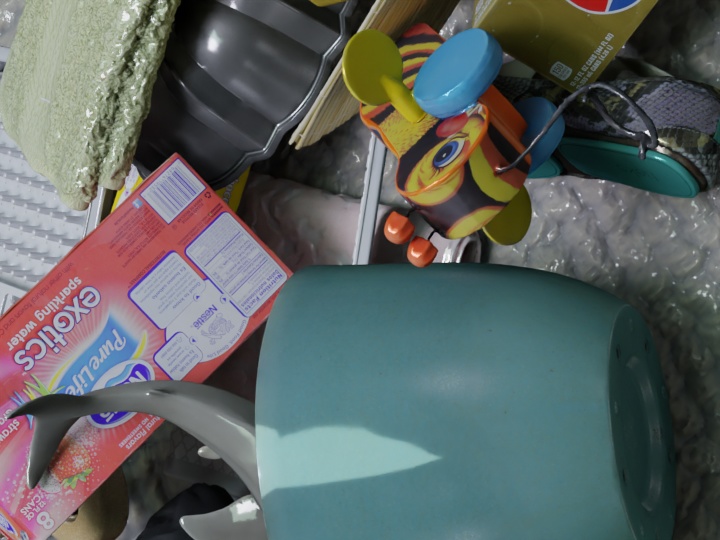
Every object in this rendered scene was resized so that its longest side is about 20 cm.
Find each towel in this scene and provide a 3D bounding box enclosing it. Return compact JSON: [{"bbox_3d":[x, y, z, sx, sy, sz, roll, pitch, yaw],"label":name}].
[{"bbox_3d":[-0.027,0.050,1.299,0.200,0.032,0.192,16,97,42],"label":"towel"},{"bbox_3d":[-0.145,-0.145,1.252,0.148,0.036,0.200,38,112,53],"label":"towel"}]

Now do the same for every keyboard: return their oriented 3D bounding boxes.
[{"bbox_3d":[0.000,0.000,1.226,0.011,0.056,0.201,9,94,1],"label":"keyboard"}]

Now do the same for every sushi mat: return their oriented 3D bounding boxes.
[{"bbox_3d":[0.026,-0.132,1.167,0.012,0.096,0.200,48,149,7],"label":"sushi mat"}]

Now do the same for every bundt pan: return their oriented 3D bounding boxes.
[{"bbox_3d":[-0.094,-0.147,1.303,0.202,0.076,0.202,-30,46,36],"label":"bundt pan"}]

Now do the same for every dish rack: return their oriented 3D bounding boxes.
[{"bbox_3d":[-0.204,-0.035,1.455,0.171,0.043,0.201,17,98,47],"label":"dish rack"}]

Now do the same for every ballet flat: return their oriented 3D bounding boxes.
[{"bbox_3d":[0.107,-0.080,1.174,0.200,0.072,0.072,10,93,42],"label":"ballet flat"}]

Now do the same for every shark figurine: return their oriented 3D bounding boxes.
[{"bbox_3d":[-0.062,0.092,1.146,0.128,0.214,0.089,-59,7,-18],"label":"shark figurine"}]

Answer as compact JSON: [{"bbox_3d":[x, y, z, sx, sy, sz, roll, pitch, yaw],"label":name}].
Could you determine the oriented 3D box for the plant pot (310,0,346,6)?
[{"bbox_3d":[-0.007,-0.252,1.160,0.176,0.200,0.200,-34,63,15],"label":"plant pot"}]

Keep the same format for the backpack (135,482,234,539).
[{"bbox_3d":[-0.064,0.230,1.221,0.200,0.127,0.167,42,92,15],"label":"backpack"}]

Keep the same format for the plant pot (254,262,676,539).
[{"bbox_3d":[0.062,0.088,1.110,0.161,0.201,0.201,-7,81,20],"label":"plant pot"}]

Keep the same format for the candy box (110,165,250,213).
[{"bbox_3d":[-0.114,-0.026,1.350,0.102,0.026,0.200,17,88,50],"label":"candy box"}]

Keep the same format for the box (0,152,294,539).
[{"bbox_3d":[-0.141,0.045,1.230,0.103,0.200,0.095,45,162,-4],"label":"box"}]

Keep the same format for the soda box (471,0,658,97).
[{"bbox_3d":[0.134,-0.183,1.085,0.200,0.068,0.064,-53,15,31],"label":"soda box"}]

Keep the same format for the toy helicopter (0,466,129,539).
[{"bbox_3d":[-0.185,0.135,1.356,0.200,0.079,0.133,-24,88,58],"label":"toy helicopter"}]

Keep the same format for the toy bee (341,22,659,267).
[{"bbox_3d":[0.039,-0.060,1.076,0.131,0.200,0.109,43,84,-7],"label":"toy bee"}]
